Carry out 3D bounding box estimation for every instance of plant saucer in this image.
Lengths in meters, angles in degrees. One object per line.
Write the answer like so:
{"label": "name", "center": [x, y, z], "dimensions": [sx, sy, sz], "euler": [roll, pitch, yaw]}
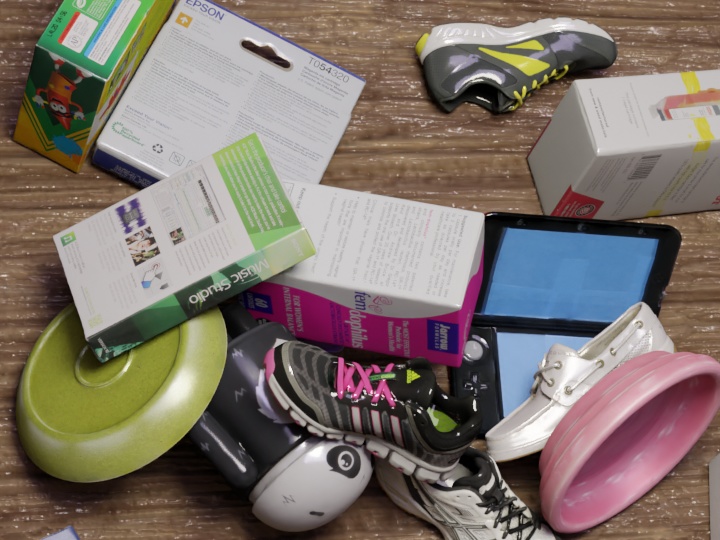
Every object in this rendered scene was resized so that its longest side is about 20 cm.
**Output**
{"label": "plant saucer", "center": [0.226, 0.140, 1.711], "dimensions": [0.200, 0.201, 0.051], "euler": [-29, 59, -26]}
{"label": "plant saucer", "center": [-0.205, 0.080, 1.643], "dimensions": [0.200, 0.031, 0.200], "euler": [-15, 49, 19]}

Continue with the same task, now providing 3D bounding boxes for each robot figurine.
{"label": "robot figurine", "center": [-0.076, 0.123, 1.671], "dimensions": [0.150, 0.125, 0.200], "euler": [-35, 77, -18]}

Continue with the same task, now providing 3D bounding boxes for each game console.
{"label": "game console", "center": [0.188, 0.055, 1.786], "dimensions": [0.200, 0.119, 0.173], "euler": [4, 62, -13]}

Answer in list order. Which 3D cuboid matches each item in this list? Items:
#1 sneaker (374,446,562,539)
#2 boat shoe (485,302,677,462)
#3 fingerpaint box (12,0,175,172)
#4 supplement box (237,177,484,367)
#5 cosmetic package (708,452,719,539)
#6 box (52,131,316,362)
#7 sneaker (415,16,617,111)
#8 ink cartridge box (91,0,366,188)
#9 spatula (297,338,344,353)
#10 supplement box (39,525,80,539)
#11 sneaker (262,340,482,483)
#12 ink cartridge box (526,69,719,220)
{"label": "sneaker", "center": [0.103, 0.204, 1.703], "dimensions": [0.200, 0.088, 0.076], "euler": [35, 58, 2]}
{"label": "boat shoe", "center": [0.182, 0.095, 1.745], "dimensions": [0.200, 0.071, 0.069], "euler": [-33, 104, -19]}
{"label": "fingerpaint box", "center": [-0.228, -0.215, 1.779], "dimensions": [0.073, 0.167, 0.200], "euler": [27, 60, -3]}
{"label": "supplement box", "center": [0.000, 0.000, 1.704], "dimensions": [0.200, 0.101, 0.103], "euler": [9, 57, 9]}
{"label": "cosmetic package", "center": [0.356, 0.261, 1.766], "dimensions": [0.082, 0.051, 0.200], "euler": [9, 62, -9]}
{"label": "box", "center": [-0.148, -0.021, 1.652], "dimensions": [0.200, 0.036, 0.144], "euler": [-28, 42, 1]}
{"label": "sneaker", "center": [0.154, -0.193, 1.939], "dimensions": [0.200, 0.074, 0.085], "euler": [-4, 70, -8]}
{"label": "ink cartridge box", "center": [-0.119, -0.138, 1.843], "dimensions": [0.196, 0.043, 0.200], "euler": [27, 57, -3]}
{"label": "spatula", "center": [-0.113, 0.044, 1.762], "dimensions": [0.200, 0.021, 0.057], "euler": [4, 64, -13]}
{"label": "supplement box", "center": [-0.252, 0.291, 1.491], "dimensions": [0.109, 0.200, 0.109], "euler": [-24, 72, -26]}
{"label": "sneaker", "center": [0.017, 0.100, 1.606], "dimensions": [0.200, 0.087, 0.074], "euler": [29, 38, -23]}
{"label": "ink cartridge box", "center": [0.279, -0.117, 1.886], "dimensions": [0.200, 0.145, 0.084], "euler": [-6, 64, -19]}
